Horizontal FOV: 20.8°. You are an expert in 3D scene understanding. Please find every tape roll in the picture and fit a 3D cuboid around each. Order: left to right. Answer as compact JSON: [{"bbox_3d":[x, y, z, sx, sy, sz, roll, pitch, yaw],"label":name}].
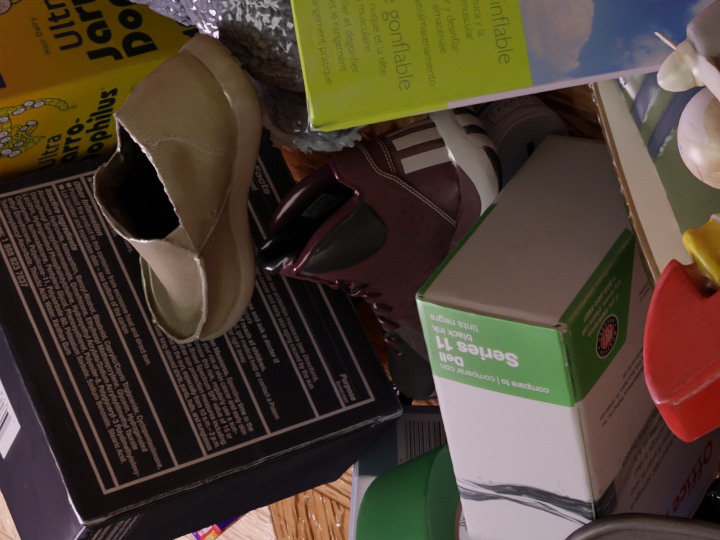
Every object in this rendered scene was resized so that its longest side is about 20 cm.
[{"bbox_3d":[0.072,0.192,1.059,0.048,0.200,0.201,-27,100,23],"label":"tape roll"}]

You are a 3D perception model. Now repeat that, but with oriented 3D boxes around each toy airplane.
[{"bbox_3d":[0.187,-0.045,0.754,0.141,0.199,0.201,34,126,40],"label":"toy airplane"}]

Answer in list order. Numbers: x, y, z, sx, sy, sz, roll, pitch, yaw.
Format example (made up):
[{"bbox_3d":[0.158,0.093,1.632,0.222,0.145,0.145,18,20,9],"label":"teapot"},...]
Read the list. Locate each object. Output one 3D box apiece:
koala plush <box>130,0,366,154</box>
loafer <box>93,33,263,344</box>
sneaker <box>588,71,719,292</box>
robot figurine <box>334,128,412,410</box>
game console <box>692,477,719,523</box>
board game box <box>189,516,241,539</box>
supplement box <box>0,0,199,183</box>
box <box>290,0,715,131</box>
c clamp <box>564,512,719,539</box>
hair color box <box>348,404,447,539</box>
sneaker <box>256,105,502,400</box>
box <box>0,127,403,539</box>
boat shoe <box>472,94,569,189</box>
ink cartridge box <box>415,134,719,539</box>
[{"bbox_3d":[-0.058,-0.160,0.954,0.200,0.184,0.177,47,149,16],"label":"koala plush"},{"bbox_3d":[-0.095,-0.032,0.962,0.076,0.068,0.200,50,151,30],"label":"loafer"},{"bbox_3d":[0.149,-0.085,0.879,0.067,0.090,0.201,49,-155,-75],"label":"sneaker"},{"bbox_3d":[0.000,0.009,1.170,0.145,0.058,0.200,48,148,10],"label":"robot figurine"},{"bbox_3d":[0.222,0.220,1.030,0.200,0.176,0.116,62,179,-13],"label":"game console"},{"bbox_3d":[-0.104,0.055,1.263,0.200,0.151,0.046,50,149,5],"label":"board game box"},{"bbox_3d":[-0.153,-0.126,1.085,0.109,0.200,0.110,61,153,20],"label":"supplement box"},{"bbox_3d":[0.068,-0.135,0.827,0.048,0.199,0.122,-41,-59,-85],"label":"box"},{"bbox_3d":[0.168,0.183,0.939,0.170,0.027,0.200,9,123,0],"label":"c clamp"},{"bbox_3d":[0.042,0.169,1.221,0.099,0.061,0.200,2,136,-2],"label":"hair color box"},{"bbox_3d":[0.000,0.000,1.003,0.200,0.115,0.076,96,153,-45],"label":"sneaker"},{"bbox_3d":[-0.116,0.043,1.099,0.200,0.198,0.123,65,152,16],"label":"box"},{"bbox_3d":[0.082,-0.013,1.046,0.062,0.072,0.200,-131,30,-51],"label":"boat shoe"},{"bbox_3d":[0.110,0.057,0.970,0.083,0.147,0.200,11,131,31],"label":"ink cartridge box"}]
